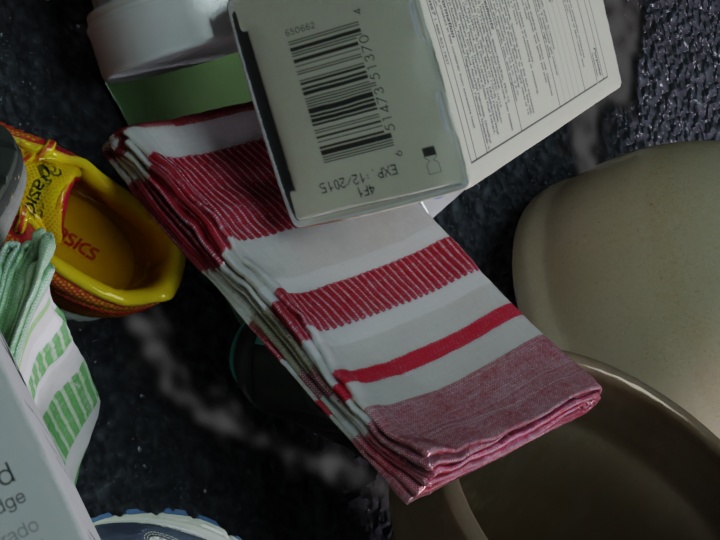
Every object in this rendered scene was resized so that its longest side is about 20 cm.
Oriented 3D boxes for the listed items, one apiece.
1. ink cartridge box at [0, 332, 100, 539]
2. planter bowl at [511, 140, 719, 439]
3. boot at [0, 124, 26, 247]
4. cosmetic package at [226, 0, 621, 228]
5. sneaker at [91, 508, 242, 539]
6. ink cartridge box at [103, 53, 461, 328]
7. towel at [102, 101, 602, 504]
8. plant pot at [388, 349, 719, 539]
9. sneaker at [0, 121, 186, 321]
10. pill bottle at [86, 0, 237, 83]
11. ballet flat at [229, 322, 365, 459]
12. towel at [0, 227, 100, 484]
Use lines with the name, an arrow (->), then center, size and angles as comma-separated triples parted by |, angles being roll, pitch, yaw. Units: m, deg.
ink cartridge box -> -0.177, 0.040, 0.550 | 0.145, 0.084, 0.201 | -27, 71, -9
planter bowl -> 0.194, 0.013, 0.971 | 0.200, 0.134, 0.201 | 30, 43, -32
boot -> -0.168, 0.050, 0.688 | 0.201, 0.067, 0.131 | -62, 155, -11
cosmetic package -> 0.035, -0.098, 0.817 | 0.200, 0.087, 0.104 | -31, 107, -60
sneaker -> -0.039, 0.165, 0.709 | 0.077, 0.085, 0.200 | -47, 115, 2
ink cartridge box -> -0.013, -0.082, 0.902 | 0.200, 0.048, 0.146 | -42, 109, -41
towel -> 0.000, 0.000, 0.784 | 0.200, 0.023, 0.144 | 47, 33, 17
plant pot -> 0.076, 0.162, 0.827 | 0.199, 0.175, 0.201 | 23, 35, -17
sneaker -> -0.155, -0.042, 0.744 | 0.199, 0.077, 0.073 | 25, 66, -31
pill bottle -> -0.099, -0.188, 0.798 | 0.112, 0.112, 0.201 | -18, 92, -42
ballet flat -> 0.027, 0.067, 0.888 | 0.199, 0.068, 0.068 | 20, 76, -40
towel -> -0.127, 0.086, 0.683 | 0.023, 0.200, 0.154 | 11, 70, 0
